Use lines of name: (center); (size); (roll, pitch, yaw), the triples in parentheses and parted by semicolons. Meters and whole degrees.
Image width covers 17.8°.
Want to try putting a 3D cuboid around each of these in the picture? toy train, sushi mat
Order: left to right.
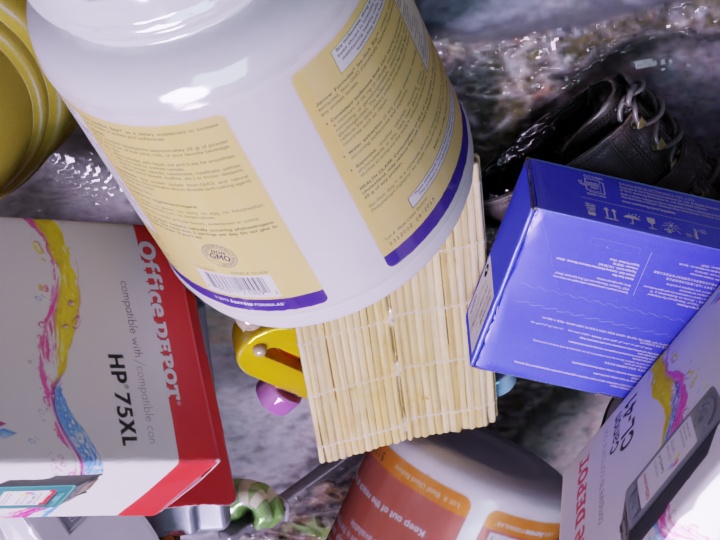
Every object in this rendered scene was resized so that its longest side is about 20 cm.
toy train: (0.000, 0.000, 1.115); (0.150, 0.056, 0.200); (-21, 138, 10)
sushi mat: (0.016, 0.022, 1.091); (0.095, 0.012, 0.200); (-11, 140, -3)

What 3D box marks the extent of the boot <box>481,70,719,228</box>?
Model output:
boot: (0.167, -0.036, 1.079); (0.200, 0.069, 0.174); (-31, 130, 23)

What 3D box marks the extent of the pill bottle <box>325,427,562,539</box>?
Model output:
pill bottle: (0.024, 0.182, 1.221); (0.112, 0.112, 0.200); (20, 102, -27)

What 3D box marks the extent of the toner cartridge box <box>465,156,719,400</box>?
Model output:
toner cartridge box: (0.157, 0.017, 1.060); (0.199, 0.043, 0.095); (13, 126, -11)

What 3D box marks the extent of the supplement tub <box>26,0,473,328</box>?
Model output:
supplement tub: (-0.047, -0.088, 0.929); (0.145, 0.146, 0.200); (-15, 139, 11)

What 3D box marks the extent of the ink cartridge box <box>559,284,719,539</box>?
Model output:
ink cartridge box: (0.171, 0.079, 0.984); (0.085, 0.148, 0.200); (32, 118, -10)

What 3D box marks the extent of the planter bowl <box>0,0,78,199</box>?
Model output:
planter bowl: (-0.212, -0.064, 0.985); (0.200, 0.084, 0.201); (-3, 140, -3)

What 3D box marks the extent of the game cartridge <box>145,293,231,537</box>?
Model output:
game cartridge: (-0.167, 0.067, 1.123); (0.199, 0.042, 0.134); (-3, 100, 11)

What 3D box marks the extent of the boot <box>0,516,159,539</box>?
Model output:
boot: (-0.159, 0.117, 1.086); (0.095, 0.074, 0.200); (3, 122, 48)

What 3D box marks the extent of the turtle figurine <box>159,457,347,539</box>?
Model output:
turtle figurine: (-0.069, 0.176, 1.185); (0.200, 0.194, 0.144); (23, 139, -37)

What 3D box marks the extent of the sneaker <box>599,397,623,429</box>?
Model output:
sneaker: (0.186, 0.066, 1.192); (0.140, 0.200, 0.078); (2, 125, 61)

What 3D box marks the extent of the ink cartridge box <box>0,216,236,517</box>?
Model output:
ink cartridge box: (-0.136, 0.042, 0.986); (0.199, 0.117, 0.067); (2, 153, -34)
